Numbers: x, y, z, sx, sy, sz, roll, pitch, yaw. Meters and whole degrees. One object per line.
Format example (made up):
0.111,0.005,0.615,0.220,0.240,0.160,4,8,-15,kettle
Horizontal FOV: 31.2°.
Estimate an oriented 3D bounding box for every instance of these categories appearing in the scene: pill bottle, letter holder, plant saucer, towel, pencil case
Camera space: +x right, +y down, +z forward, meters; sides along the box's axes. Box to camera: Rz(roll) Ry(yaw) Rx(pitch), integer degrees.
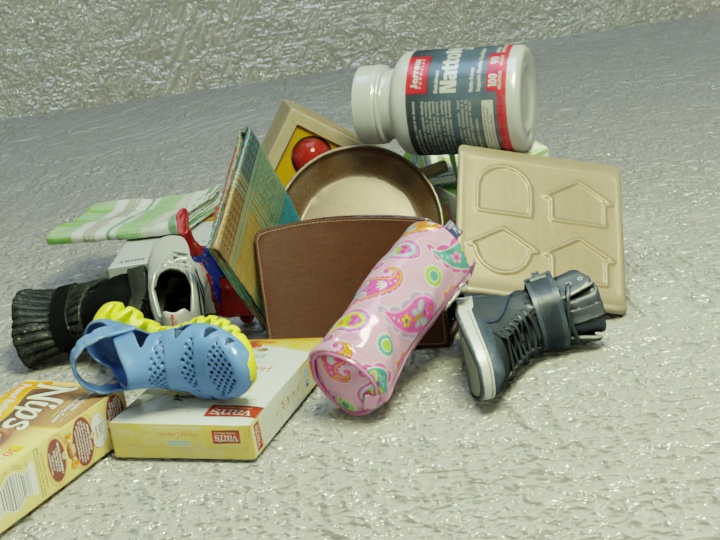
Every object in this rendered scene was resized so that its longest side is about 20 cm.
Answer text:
0.095,-0.192,1.469,0.197,0.121,0.120,0,18,18,pill bottle
0.000,0.000,1.363,0.197,0.144,0.101,-3,17,16,letter holder
-0.002,-0.045,1.497,0.197,0.203,0.037,-7,-16,3,plant saucer
-0.291,-0.072,1.677,0.197,0.031,0.149,-4,16,18,towel
-0.110,-0.039,1.372,0.021,0.200,0.148,5,65,17,towel
0.032,0.041,1.209,0.087,0.088,0.200,5,42,38,pencil case

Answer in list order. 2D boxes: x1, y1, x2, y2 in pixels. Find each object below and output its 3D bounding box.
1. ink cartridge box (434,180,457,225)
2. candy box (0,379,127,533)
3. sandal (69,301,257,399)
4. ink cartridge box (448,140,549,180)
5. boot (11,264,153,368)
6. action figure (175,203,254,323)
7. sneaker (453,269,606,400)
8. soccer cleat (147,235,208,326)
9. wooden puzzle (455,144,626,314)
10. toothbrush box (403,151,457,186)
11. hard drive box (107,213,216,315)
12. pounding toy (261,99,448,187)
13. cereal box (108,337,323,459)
0.132,-0.049,1.527,0.058,0.105,0.200,-11,17,-13,ink cartridge box
-0.306,0.160,1.136,0.114,0.056,0.200,1,18,25,candy box
-0.181,0.084,1.151,0.198,0.081,0.087,3,23,31,sandal
0.175,-0.104,1.572,0.047,0.147,0.200,-25,28,-12,ink cartridge box
-0.302,0.067,1.398,0.156,0.080,0.211,-12,19,-5,boot
-0.145,-0.020,1.414,0.064,0.201,0.100,-5,53,8,action figure
0.163,0.057,1.214,0.144,0.078,0.203,-10,15,5,sneaker
-0.202,0.014,1.413,0.068,0.086,0.201,-9,41,-3,soccer cleat
0.190,-0.040,1.385,0.182,0.047,0.202,8,55,-5,wooden puzzle
0.143,-0.155,1.762,0.144,0.087,0.200,-11,-14,-8,toothbrush box
-0.215,-0.006,1.604,0.154,0.078,0.200,-8,17,2,hard drive box
-0.028,-0.103,1.590,0.198,0.186,0.142,25,10,-14,pounding toy
-0.128,0.118,1.218,0.142,0.040,0.200,-2,18,19,cereal box
